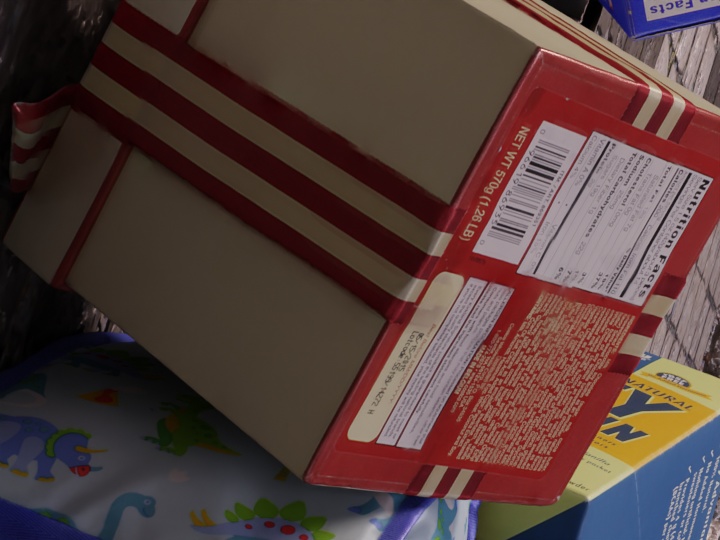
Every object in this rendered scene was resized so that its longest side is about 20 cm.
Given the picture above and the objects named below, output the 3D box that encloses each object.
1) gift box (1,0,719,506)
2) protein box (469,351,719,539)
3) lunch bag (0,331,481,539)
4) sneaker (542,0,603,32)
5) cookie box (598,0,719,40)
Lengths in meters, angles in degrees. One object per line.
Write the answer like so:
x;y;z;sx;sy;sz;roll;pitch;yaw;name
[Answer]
-0.003;-0.044;0.810;0.200;0.187;0.185;21;102;-54;gift box
0.056;0.141;1.041;0.200;0.135;0.199;-20;127;-61;protein box
-0.057;0.099;0.841;0.200;0.169;0.128;14;92;-77;lunch bag
0.085;-0.193;1.175;0.075;0.106;0.201;-4;109;-74;sneaker
0.125;-0.216;1.036;0.171;0.075;0.201;-96;174;-75;cookie box
